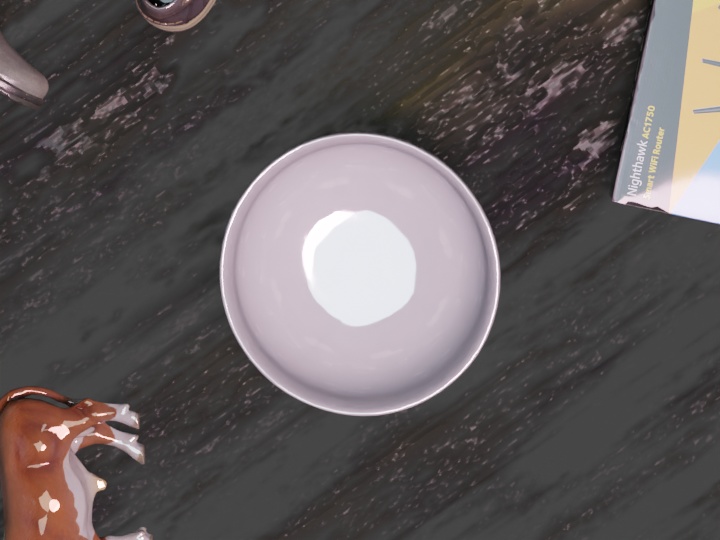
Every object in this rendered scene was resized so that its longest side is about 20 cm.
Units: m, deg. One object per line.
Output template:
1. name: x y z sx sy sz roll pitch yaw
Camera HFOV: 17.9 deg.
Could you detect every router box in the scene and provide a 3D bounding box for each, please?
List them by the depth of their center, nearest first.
1. router box: 0.270 -0.132 1.625 0.148 0.051 0.201 11 95 2

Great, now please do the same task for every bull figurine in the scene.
1. bull figurine: -0.213 0.183 1.658 0.121 0.065 0.201 -5 98 -3

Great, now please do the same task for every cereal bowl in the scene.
1. cereal bowl: 0.000 0.000 1.627 0.199 0.083 0.201 0 95 1

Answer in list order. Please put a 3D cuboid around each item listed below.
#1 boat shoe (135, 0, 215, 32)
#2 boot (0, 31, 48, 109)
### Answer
1. boat shoe: -0.103 -0.262 1.608 0.074 0.073 0.201 20 95 -1
2. boot: -0.275 -0.218 1.623 0.200 0.068 0.131 39 89 -4
